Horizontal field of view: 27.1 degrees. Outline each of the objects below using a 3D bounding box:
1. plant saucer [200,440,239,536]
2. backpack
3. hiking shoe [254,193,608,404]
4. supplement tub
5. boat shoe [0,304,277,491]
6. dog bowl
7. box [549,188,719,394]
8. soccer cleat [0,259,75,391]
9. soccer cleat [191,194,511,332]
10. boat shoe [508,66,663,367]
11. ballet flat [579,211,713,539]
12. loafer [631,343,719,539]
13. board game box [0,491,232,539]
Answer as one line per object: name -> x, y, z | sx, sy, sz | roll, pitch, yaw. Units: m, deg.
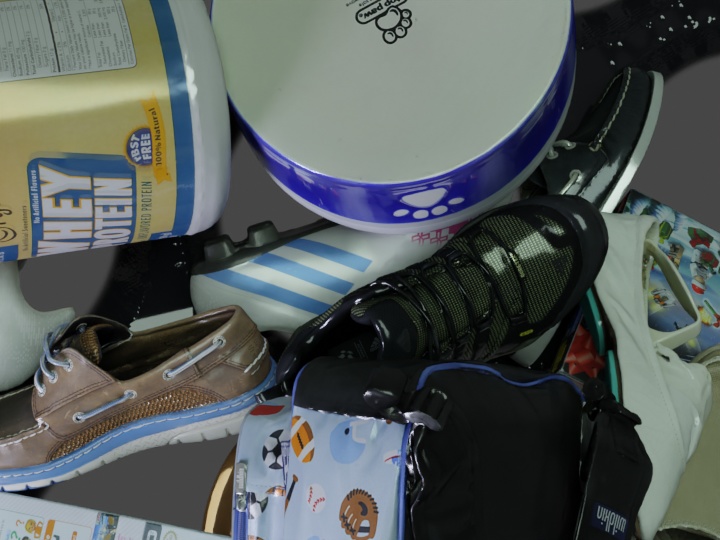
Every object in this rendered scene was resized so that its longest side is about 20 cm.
plant saucer -> 0.005, 0.163, 0.873 | 0.198, 0.032, 0.203 | 1, 79, -5
backpack -> 0.027, 0.141, 0.697 | 0.199, 0.153, 0.193 | 10, 77, -49
hiking shoe -> 0.041, 0.028, 0.780 | 0.199, 0.101, 0.076 | -31, 92, 14
supplement tub -> -0.179, -0.079, 0.795 | 0.198, 0.145, 0.146 | -9, 79, -16
boat shoe -> -0.146, 0.063, 0.830 | 0.198, 0.072, 0.073 | -15, 117, 0
dog bowl -> 0.019, -0.127, 0.821 | 0.198, 0.079, 0.202 | -2, 74, 8
box -> 0.223, 0.055, 0.896 | 0.198, 0.040, 0.138 | 26, 63, 0
soccer cleat -> -0.244, -0.023, 0.874 | 0.086, 0.070, 0.201 | -35, 89, -21
soccer cleat -> 0.000, 0.000, 0.882 | 0.198, 0.070, 0.087 | -17, 99, 1
boat shoe -> 0.120, -0.043, 0.904 | 0.060, 0.076, 0.201 | 27, 77, -5
ballet flat -> 0.155, 0.046, 0.799 | 0.069, 0.070, 0.202 | -2, 53, -6
loafer -> 0.183, 0.134, 0.806 | 0.075, 0.068, 0.202 | 21, 79, 0
board game box -> -0.128, 0.206, 0.785 | 0.198, 0.064, 0.149 | 6, 76, 30
